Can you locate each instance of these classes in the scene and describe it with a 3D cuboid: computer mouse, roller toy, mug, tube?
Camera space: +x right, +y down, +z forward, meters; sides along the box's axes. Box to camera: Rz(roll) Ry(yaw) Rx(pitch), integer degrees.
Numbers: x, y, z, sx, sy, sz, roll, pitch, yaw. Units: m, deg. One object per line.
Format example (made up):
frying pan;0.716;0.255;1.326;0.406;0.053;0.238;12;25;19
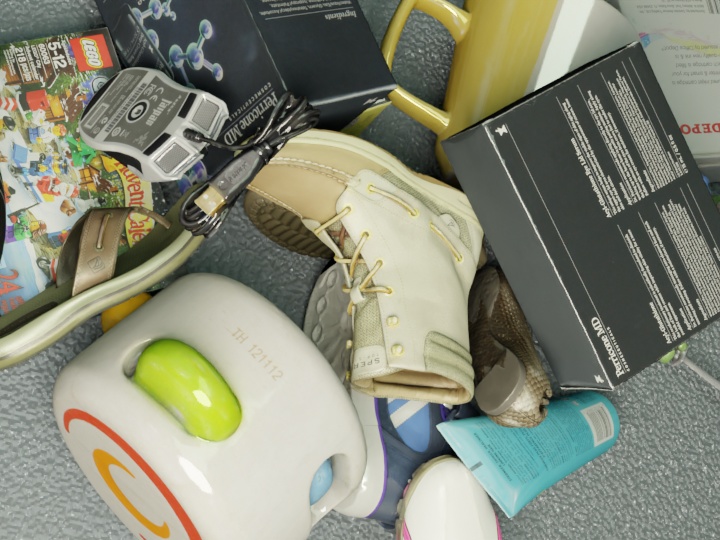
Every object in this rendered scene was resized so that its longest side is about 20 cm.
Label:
computer mouse;-0.116;-0.088;0.877;0.110;0.200;0.044;-53;132;-10
roller toy;-0.093;0.100;0.852;0.140;0.200;0.183;-40;113;-28
mug;0.113;-0.131;1.052;0.186;0.150;0.154;15;74;18
tube;0.128;0.125;0.954;0.077;0.050;0.200;46;25;22

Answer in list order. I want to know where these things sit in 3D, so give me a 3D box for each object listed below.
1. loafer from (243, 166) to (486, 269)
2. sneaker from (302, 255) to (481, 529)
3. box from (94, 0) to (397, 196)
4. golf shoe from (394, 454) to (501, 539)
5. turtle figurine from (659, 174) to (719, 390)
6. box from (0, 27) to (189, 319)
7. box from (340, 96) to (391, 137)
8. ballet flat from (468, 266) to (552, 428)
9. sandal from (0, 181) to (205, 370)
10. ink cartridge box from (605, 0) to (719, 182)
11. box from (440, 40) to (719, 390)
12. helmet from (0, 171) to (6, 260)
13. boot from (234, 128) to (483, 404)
loafer;0.005;-0.045;1.004;0.199;0.076;0.068;15;65;-27
sneaker;0.039;0.093;0.977;0.146;0.080;0.201;13;59;-33
box;-0.091;-0.177;0.948;0.107;0.148;0.201;-19;80;-43
golf shoe;0.075;0.224;0.892;0.072;0.092;0.201;-12;105;-23
turtle figurine;0.252;0.010;1.048;0.193;0.144;0.201;-5;72;-20
box;-0.216;-0.064;0.933;0.136;0.038;0.201;-16;80;-26
box;-0.046;-0.199;1.028;0.050;0.075;0.201;-19;82;-26
ballet flat;0.103;0.057;0.963;0.046;0.200;0.067;33;106;-18
sandal;-0.174;-0.006;0.858;0.201;0.080;0.058;-34;106;-24
ink cartridge box;0.273;-0.178;1.149;0.144;0.085;0.201;-5;74;-23
box;0.167;-0.036;0.931;0.141;0.079;0.201;-29;96;-23
helmet;-0.307;-0.031;0.801;0.199;0.191;0.201;9;40;-7
boot;0.000;0.000;0.894;0.199;0.072;0.156;21;60;-29
